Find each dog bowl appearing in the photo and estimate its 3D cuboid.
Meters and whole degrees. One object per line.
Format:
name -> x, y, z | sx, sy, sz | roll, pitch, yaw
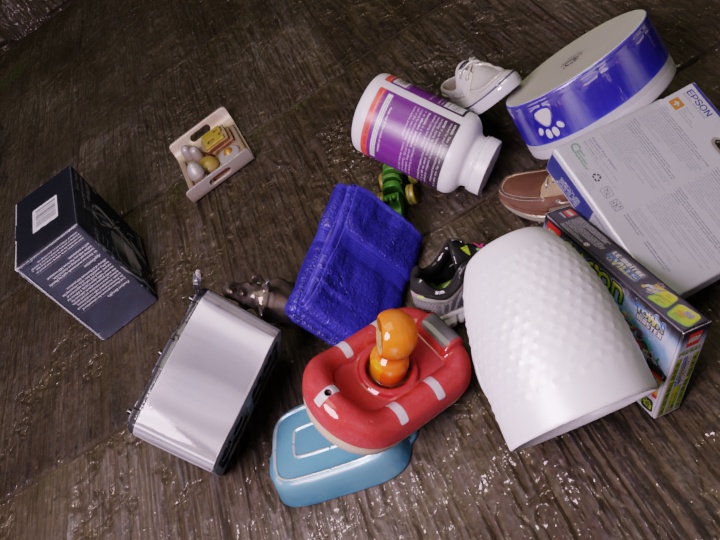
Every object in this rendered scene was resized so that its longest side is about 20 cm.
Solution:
dog bowl -> 0.285, -0.233, 0.835 | 0.198, 0.080, 0.201 | -36, 15, 11

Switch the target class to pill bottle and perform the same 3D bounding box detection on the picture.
pill bottle -> 0.091, -0.183, 0.915 | 0.196, 0.113, 0.114 | 28, 68, 13

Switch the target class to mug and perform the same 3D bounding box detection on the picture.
mug -> 0.166, 0.071, 0.653 | 0.143, 0.201, 0.180 | -11, 66, -24

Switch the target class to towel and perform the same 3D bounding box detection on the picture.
towel -> 0.000, 0.000, 0.838 | 0.049, 0.145, 0.204 | -34, 30, 57

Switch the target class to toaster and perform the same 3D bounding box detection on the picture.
toaster -> -0.181, 0.134, 0.793 | 0.116, 0.201, 0.185 | 24, 69, 2

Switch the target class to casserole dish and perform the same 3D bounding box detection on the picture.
casserole dish -> -0.029, 0.195, 0.767 | 0.195, 0.039, 0.124 | -21, 46, 15

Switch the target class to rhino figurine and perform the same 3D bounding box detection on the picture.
rhino figurine -> -0.109, 0.038, 0.846 | 0.085, 0.199, 0.062 | 16, 86, 26

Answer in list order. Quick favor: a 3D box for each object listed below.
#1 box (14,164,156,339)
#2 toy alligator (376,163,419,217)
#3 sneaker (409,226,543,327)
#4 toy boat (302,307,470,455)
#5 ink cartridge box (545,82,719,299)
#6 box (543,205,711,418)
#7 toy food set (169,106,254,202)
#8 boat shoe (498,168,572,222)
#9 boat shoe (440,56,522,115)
box -> -0.461, -0.031, 1.112 | 0.122, 0.198, 0.201 | -33, 43, -1
toy alligator -> 0.049, -0.107, 0.956 | 0.058, 0.055, 0.205 | -12, 49, 23
sneaker -> 0.141, -0.005, 0.783 | 0.196, 0.088, 0.075 | -27, 35, 10
toy boat -> 0.030, 0.095, 0.702 | 0.197, 0.133, 0.130 | -28, 53, -28
ink cartridge box -> 0.330, -0.081, 0.701 | 0.195, 0.041, 0.203 | -24, 68, -11
box -> 0.251, 0.035, 0.668 | 0.034, 0.113, 0.201 | -16, 40, -17
toy food set -> -0.293, -0.231, 1.271 | 0.142, 0.061, 0.201 | -35, 44, 2
boat shoe -> 0.260, -0.108, 0.810 | 0.195, 0.072, 0.077 | 4, 56, 34
boat shoe -> 0.162, -0.265, 0.941 | 0.070, 0.071, 0.200 | -37, 12, -3
